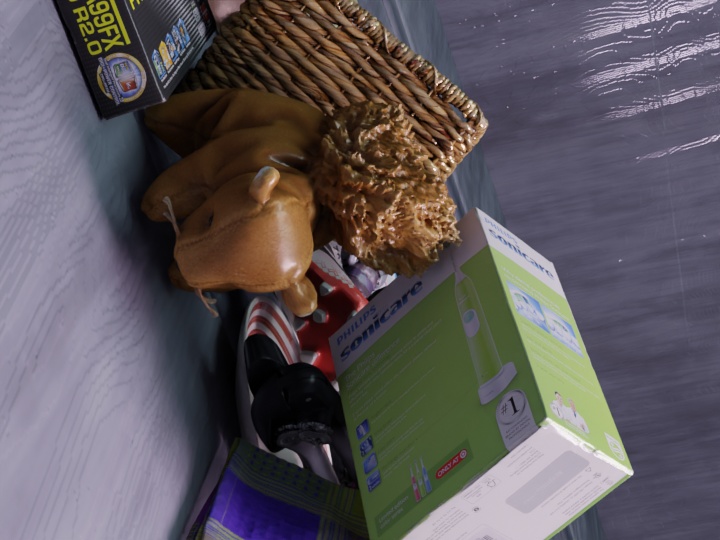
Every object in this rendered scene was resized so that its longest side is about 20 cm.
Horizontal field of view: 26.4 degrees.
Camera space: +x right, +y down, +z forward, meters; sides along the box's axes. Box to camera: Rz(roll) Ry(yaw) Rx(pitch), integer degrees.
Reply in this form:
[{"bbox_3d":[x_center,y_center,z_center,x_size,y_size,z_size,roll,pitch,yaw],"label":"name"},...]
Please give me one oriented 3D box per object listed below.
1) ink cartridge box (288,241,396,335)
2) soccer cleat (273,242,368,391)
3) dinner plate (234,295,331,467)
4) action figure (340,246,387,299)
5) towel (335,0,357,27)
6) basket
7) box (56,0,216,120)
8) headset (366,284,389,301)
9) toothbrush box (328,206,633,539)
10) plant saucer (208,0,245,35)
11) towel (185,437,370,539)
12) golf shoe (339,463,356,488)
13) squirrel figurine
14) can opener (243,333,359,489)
[{"bbox_3d":[-0.013,0.022,1.364,0.200,0.067,0.116,-40,114,-77],"label":"ink cartridge box"},{"bbox_3d":[-0.037,0.005,1.142,0.200,0.069,0.085,51,25,-1],"label":"soccer cleat"},{"bbox_3d":[-0.058,0.118,1.129,0.200,0.024,0.201,-15,90,-78],"label":"dinner plate"},{"bbox_3d":[0.000,0.000,1.250,0.130,0.069,0.201,55,49,-35],"label":"action figure"},{"bbox_3d":[-0.048,-0.307,1.339,0.148,0.036,0.201,9,67,-77],"label":"towel"},{"bbox_3d":[-0.014,-0.129,1.147,0.200,0.149,0.143,38,16,-2],"label":"basket"},{"bbox_3d":[-0.157,-0.206,1.016,0.200,0.044,0.161,-78,151,-67],"label":"box"},{"bbox_3d":[0.029,0.105,1.162,0.123,0.094,0.201,35,-50,37],"label":"headset"},{"bbox_3d":[0.069,0.083,0.976,0.086,0.146,0.201,32,27,-33],"label":"toothbrush box"},{"bbox_3d":[-0.108,-0.269,1.376,0.200,0.034,0.201,-16,90,-79],"label":"plant saucer"},{"bbox_3d":[-0.031,0.171,0.924,0.200,0.143,0.023,-68,180,-69],"label":"towel"},{"bbox_3d":[0.056,0.127,1.279,0.092,0.201,0.073,11,26,-42],"label":"golf shoe"},{"bbox_3d":[-0.040,-0.046,0.978,0.187,0.199,0.142,-108,-174,-76],"label":"squirrel figurine"},{"bbox_3d":[-0.026,0.115,1.073,0.200,0.063,0.079,60,19,-52],"label":"can opener"}]
